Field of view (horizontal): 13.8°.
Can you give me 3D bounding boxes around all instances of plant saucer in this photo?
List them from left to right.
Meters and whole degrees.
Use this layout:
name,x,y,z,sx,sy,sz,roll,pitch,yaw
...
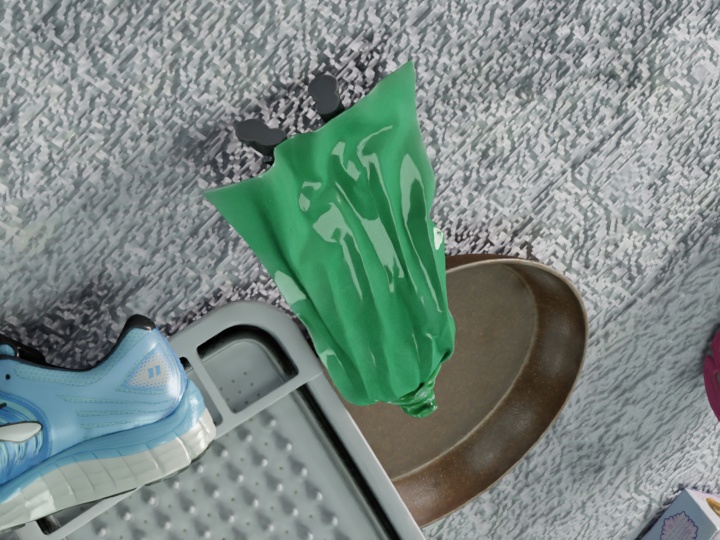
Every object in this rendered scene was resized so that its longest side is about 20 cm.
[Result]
name,x,y,z,sx,sy,sz,roll,pitch,yaw
plant saucer,0.030,0.063,1.578,0.199,0.035,0.201,-21,140,-19

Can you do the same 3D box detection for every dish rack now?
name,x,y,z,sx,sy,sz,roll,pitch,yaw
dish rack,-0.068,0.134,1.479,0.171,0.201,0.044,-32,-178,-8

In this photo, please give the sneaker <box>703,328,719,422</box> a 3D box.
name,x,y,z,sx,sy,sz,roll,pitch,yaw
sneaker,0.275,0.011,1.694,0.087,0.074,0.200,-2,135,-37

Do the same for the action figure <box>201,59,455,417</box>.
name,x,y,z,sx,sy,sz,roll,pitch,yaw
action figure,0.000,0.000,1.445,0.118,0.055,0.201,-29,129,-9

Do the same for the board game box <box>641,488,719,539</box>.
name,x,y,z,sx,sy,sz,roll,pitch,yaw
board game box,0.214,0.236,1.903,0.199,0.041,0.200,17,117,-47

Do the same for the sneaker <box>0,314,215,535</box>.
name,x,y,z,sx,sy,sz,roll,pitch,yaw
sneaker,-0.173,0.076,1.407,0.199,0.091,0.078,-19,-176,-3
